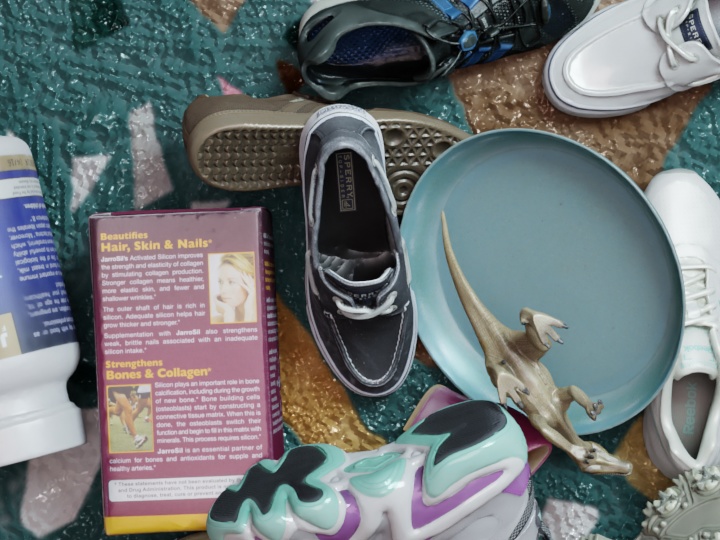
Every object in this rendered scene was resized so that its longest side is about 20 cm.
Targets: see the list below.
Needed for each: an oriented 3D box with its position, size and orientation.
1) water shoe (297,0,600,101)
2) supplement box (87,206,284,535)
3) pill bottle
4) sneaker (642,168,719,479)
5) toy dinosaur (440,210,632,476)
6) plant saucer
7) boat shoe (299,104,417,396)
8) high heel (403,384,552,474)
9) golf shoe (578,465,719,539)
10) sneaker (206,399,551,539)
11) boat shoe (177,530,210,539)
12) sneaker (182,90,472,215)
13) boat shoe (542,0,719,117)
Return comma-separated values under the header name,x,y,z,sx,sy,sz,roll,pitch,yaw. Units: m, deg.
name,x,y,z,sx,sy,sz,roll,pitch,yaw
water shoe,0.059,-0.147,1.158,0.199,0.079,0.072,-13,126,9
supplement box,-0.108,0.062,1.166,0.110,0.086,0.201,-3,89,3
pill bottle,-0.242,0.024,1.161,0.115,0.116,0.201,-15,88,3
sneaker,0.211,0.034,1.154,0.070,0.080,0.201,-3,87,5
toy dinosaur,0.093,0.056,1.104,0.058,0.101,0.200,-35,90,-8
plant saucer,0.114,0.005,1.140,0.199,0.027,0.201,13,116,29
boat shoe,0.000,0.000,1.135,0.071,0.068,0.201,-5,118,-2
high heel,0.044,0.173,1.151,0.096,0.067,0.201,22,78,43
golf shoe,0.207,0.185,1.129,0.097,0.079,0.200,36,128,-29
sneaker,0.017,0.169,1.096,0.199,0.078,0.140,-15,116,15
boat shoe,-0.126,0.223,1.160,0.199,0.074,0.076,-15,128,9
sneaker,-0.016,-0.088,1.174,0.199,0.076,0.071,6,122,-18
boat shoe,0.211,-0.154,1.164,0.199,0.065,0.074,-22,88,2
